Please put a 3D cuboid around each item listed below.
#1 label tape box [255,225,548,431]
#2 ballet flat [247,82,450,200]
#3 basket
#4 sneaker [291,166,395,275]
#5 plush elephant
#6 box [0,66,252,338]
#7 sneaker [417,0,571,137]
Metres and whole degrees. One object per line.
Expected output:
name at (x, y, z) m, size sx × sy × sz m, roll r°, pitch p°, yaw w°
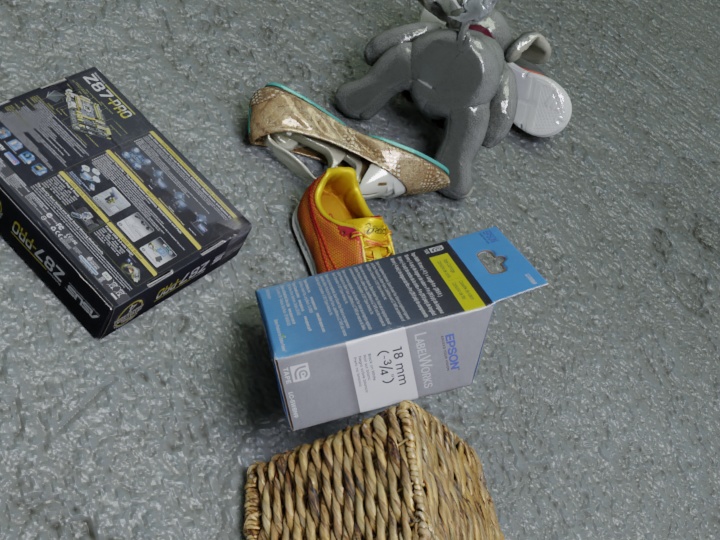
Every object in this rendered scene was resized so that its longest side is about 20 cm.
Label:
label tape box at (0.030, 0.039, 0.922) m, size 0.199 × 0.063 × 0.144 m, roll -14°, pitch 21°, yaw -5°
ballet flat at (-0.015, -0.101, 1.134) m, size 0.200 × 0.071 × 0.065 m, roll 23°, pitch 72°, yaw -8°
basket at (0.017, 0.219, 0.869) m, size 0.143 × 0.149 × 0.200 m, roll 41°, pitch 31°, yaw -45°
sneaker at (0.000, 0.000, 1.035) m, size 0.073 × 0.077 × 0.200 m, roll -9°, pitch 60°, yaw -38°
plush elephant at (0.096, -0.202, 1.217) m, size 0.165 × 0.200 × 0.155 m, roll 33°, pitch 25°, yaw 9°
box at (-0.209, -0.061, 0.982) m, size 0.200 × 0.049 × 0.161 m, roll 44°, pitch 46°, yaw 10°
sneaker at (0.143, -0.213, 1.325) m, size 0.200 × 0.077 × 0.082 m, roll 45°, pitch 18°, yaw 9°
